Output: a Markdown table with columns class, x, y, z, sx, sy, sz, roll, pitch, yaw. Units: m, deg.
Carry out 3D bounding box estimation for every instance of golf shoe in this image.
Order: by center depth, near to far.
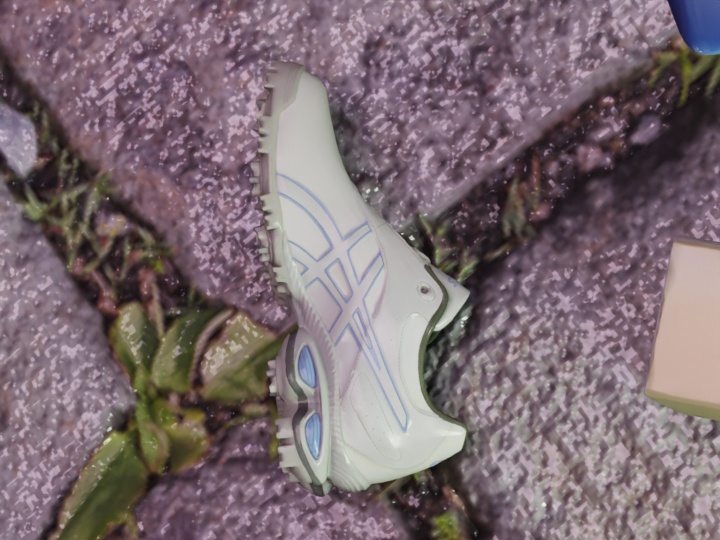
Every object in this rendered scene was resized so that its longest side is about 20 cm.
| class | x | y | z | sx | sy | sz | roll | pitch | yaw |
| --- | --- | --- | --- | --- | --- | --- | --- | --- | --- |
| golf shoe | 0.000 | 0.000 | 1.378 | 0.097 | 0.078 | 0.201 | -8 | 85 | 2 |

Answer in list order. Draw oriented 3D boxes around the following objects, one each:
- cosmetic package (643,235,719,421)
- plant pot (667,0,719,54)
| class | x | y | z | sx | sy | sz | roll | pitch | yaw |
| --- | --- | --- | --- | --- | --- | --- | --- | --- | --- |
| cosmetic package | 0.230 | 0.042 | 1.259 | 0.199 | 0.105 | 0.071 | 10 | 86 | 23 |
| plant pot | 0.197 | -0.208 | 1.157 | 0.199 | 0.200 | 0.181 | -12 | 109 | 6 |
